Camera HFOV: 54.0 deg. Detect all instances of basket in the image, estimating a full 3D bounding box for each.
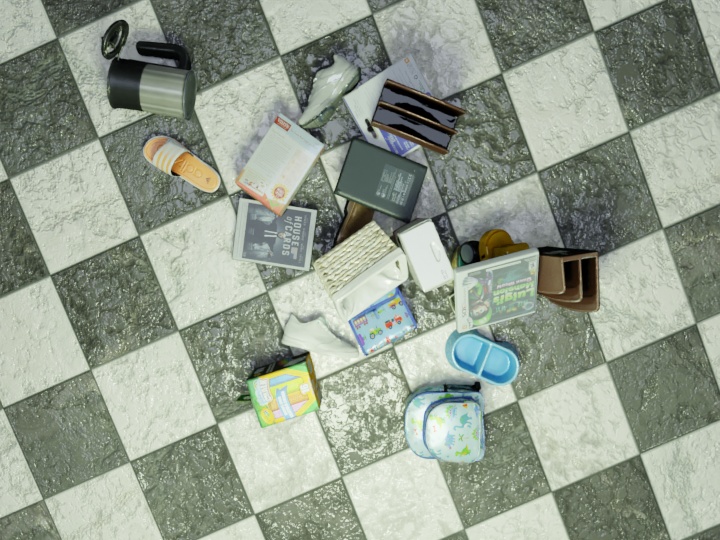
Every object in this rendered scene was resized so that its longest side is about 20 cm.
[{"bbox_3d":[0.000,0.000,1.661,0.197,0.136,0.124,-34,65,-8],"label":"basket"}]

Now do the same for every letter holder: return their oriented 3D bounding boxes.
[{"bbox_3d":[0.131,-0.351,1.621,0.195,0.142,0.103,21,96,-4],"label":"letter holder"},{"bbox_3d":[0.457,0.027,1.651,0.098,0.199,0.147,-8,97,-18],"label":"letter holder"}]

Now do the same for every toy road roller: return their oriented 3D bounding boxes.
[{"bbox_3d":[0.328,0.005,1.669,0.120,0.145,0.206,-12,94,-34],"label":"toy road roller"}]

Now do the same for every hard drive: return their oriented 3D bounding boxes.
[{"bbox_3d":[0.048,-0.215,1.683,0.195,0.033,0.143,20,90,-8],"label":"hard drive"}]

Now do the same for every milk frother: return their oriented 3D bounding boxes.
[{"bbox_3d":[-0.484,-0.458,1.622,0.182,0.200,0.186,8,91,-1],"label":"milk frother"}]

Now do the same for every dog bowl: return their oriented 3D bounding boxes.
[{"bbox_3d":[0.306,0.218,1.758,0.195,0.050,0.114,23,95,-2],"label":"dog bowl"}]

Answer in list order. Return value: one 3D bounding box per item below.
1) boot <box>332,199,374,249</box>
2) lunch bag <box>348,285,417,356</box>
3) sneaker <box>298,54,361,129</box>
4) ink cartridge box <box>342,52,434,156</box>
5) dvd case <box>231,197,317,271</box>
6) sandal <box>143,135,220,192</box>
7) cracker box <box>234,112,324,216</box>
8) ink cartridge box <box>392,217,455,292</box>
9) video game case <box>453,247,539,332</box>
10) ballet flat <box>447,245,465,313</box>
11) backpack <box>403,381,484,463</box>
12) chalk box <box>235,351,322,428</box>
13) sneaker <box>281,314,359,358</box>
[{"bbox_3d":[-0.020,-0.093,1.723,0.074,0.074,0.205,21,92,-12],"label":"boot"},{"bbox_3d":[0.032,0.084,1.737,0.148,0.094,0.204,-27,81,0],"label":"lunch bag"},{"bbox_3d":[-0.085,-0.426,1.699,0.087,0.075,0.201,40,87,8],"label":"sneaker"},{"bbox_3d":[0.086,-0.382,1.709,0.197,0.047,0.201,-30,97,4],"label":"ink cartridge box"},{"bbox_3d":[-0.211,-0.088,1.741,0.194,0.025,0.155,8,95,0],"label":"dvd case"},{"bbox_3d":[-0.432,-0.261,1.707,0.203,0.059,0.081,29,94,-3],"label":"sandal"},{"bbox_3d":[-0.192,-0.253,1.700,0.132,0.058,0.202,34,88,-1],"label":"cracker box"},{"bbox_3d":[0.145,-0.041,1.659,0.084,0.200,0.151,-24,94,2],"label":"ink cartridge box"},{"bbox_3d":[0.309,0.047,1.606,0.194,0.024,0.185,-14,130,-6],"label":"video game case"},{"bbox_3d":[0.244,0.045,1.740,0.069,0.071,0.206,-14,93,1],"label":"ballet flat"},{"bbox_3d":[0.203,0.373,1.723,0.193,0.147,0.189,0,93,2],"label":"backpack"},{"bbox_3d":[-0.203,0.297,1.725,0.195,0.125,0.127,-18,95,2],"label":"chalk box"},{"bbox_3d":[-0.092,0.162,1.744,0.194,0.075,0.091,15,83,0],"label":"sneaker"}]
